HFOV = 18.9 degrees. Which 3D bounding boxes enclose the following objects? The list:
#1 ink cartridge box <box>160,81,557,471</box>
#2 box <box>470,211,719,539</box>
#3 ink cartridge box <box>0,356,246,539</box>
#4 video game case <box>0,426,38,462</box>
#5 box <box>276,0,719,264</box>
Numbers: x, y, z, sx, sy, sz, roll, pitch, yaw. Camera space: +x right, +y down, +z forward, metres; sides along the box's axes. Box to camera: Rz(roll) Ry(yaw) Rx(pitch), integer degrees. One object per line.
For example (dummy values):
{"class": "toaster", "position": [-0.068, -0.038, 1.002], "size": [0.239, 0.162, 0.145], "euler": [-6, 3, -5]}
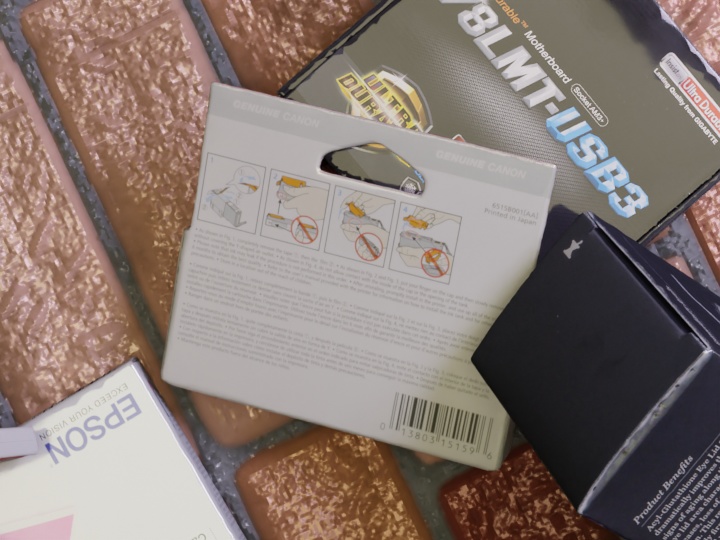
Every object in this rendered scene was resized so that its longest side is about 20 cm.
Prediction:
{"class": "ink cartridge box", "position": [0.000, 0.000, 1.178], "size": [0.198, 0.044, 0.175], "euler": [14, 106, 11]}
{"class": "box", "position": [0.177, 0.082, 1.113], "size": [0.199, 0.148, 0.105], "euler": [30, 104, -31]}
{"class": "ink cartridge box", "position": [-0.159, 0.184, 1.223], "size": [0.195, 0.043, 0.201], "euler": [-32, 88, 1]}
{"class": "video game case", "position": [-0.290, 0.114, 1.152], "size": [0.198, 0.143, 0.018], "euler": [-14, 84, 16]}
{"class": "box", "position": [0.089, -0.085, 1.211], "size": [0.198, 0.050, 0.200], "euler": [-40, 90, 3]}
